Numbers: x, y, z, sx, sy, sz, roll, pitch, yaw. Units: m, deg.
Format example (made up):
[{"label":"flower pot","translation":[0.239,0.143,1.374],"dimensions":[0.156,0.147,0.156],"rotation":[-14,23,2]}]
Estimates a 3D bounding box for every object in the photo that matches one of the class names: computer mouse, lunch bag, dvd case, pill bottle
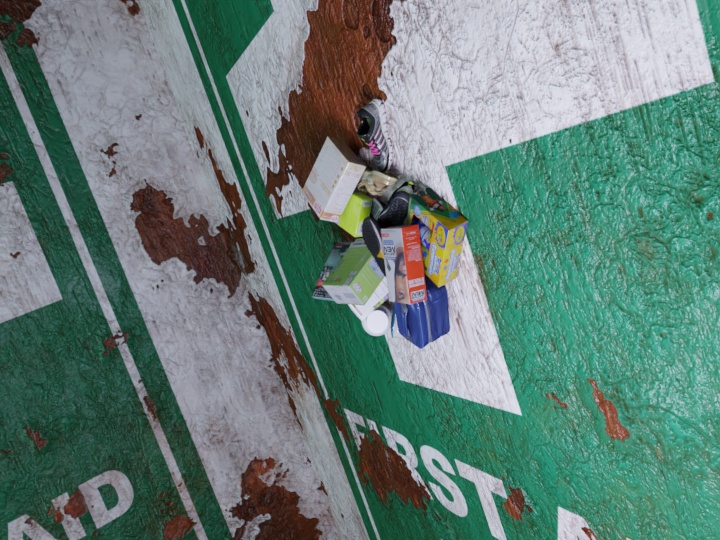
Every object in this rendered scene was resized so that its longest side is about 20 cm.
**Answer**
[{"label":"computer mouse","translation":[0.094,-0.138,1.740],"dimensions":[0.202,0.043,0.110],"rotation":[58,151,12]},{"label":"lunch bag","translation":[0.173,0.128,1.702],"dimensions":[0.135,0.130,0.204],"rotation":[28,134,52]},{"label":"dvd case","translation":[-0.075,0.000,1.852],"dimensions":[0.022,0.204,0.144],"rotation":[31,162,-34]},{"label":"pill bottle","translation":[0.052,0.160,1.918],"dimensions":[0.200,0.102,0.106],"rotation":[-101,-12,-88]}]

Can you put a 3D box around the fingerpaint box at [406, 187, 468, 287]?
[{"label":"fingerpaint box","translation":[0.195,-0.088,1.546],"dimensions":[0.167,0.072,0.203],"rotation":[48,149,35]}]

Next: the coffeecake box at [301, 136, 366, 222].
[{"label":"coffeecake box","translation":[-0.086,-0.278,1.761],"dimensions":[0.154,0.072,0.202],"rotation":[54,124,39]}]

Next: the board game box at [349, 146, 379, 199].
[{"label":"board game box","translation":[-0.027,-0.274,1.857],"dimensions":[0.203,0.046,0.152],"rotation":[61,154,13]}]

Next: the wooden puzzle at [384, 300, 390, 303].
[{"label":"wooden puzzle","translation":[0.017,0.016,1.982],"dimensions":[0.184,0.037,0.202],"rotation":[15,142,59]}]

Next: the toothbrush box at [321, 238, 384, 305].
[{"label":"toothbrush box","translation":[0.000,0.000,1.725],"dimensions":[0.144,0.201,0.086],"rotation":[-1,137,52]}]

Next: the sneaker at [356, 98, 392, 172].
[{"label":"sneaker","translation":[0.033,-0.370,1.614],"dimensions":[0.073,0.086,0.204],"rotation":[27,134,52]}]

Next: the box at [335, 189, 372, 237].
[{"label":"box","translation":[-0.045,-0.201,1.810],"dimensions":[0.199,0.047,0.125],"rotation":[38,124,45]}]

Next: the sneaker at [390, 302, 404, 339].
[{"label":"sneaker","translation":[0.147,0.118,1.816],"dimensions":[0.077,0.079,0.205],"rotation":[-102,19,-71]}]

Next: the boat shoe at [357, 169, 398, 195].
[{"label":"boat shoe","translation":[0.048,-0.253,1.680],"dimensions":[0.199,0.073,0.068],"rotation":[25,101,66]}]

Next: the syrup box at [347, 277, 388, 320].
[{"label":"syrup box","translation":[0.047,0.053,1.779],"dimensions":[0.082,0.199,0.079],"rotation":[48,179,-17]}]

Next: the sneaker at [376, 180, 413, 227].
[{"label":"sneaker","translation":[0.107,-0.178,1.634],"dimensions":[0.071,0.084,0.200],"rotation":[28,145,-8]}]

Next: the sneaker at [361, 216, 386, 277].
[{"label":"sneaker","translation":[0.075,-0.076,1.653],"dimensions":[0.069,0.090,0.203],"rotation":[-3,119,54]}]

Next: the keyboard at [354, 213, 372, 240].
[{"label":"keyboard","translation":[-0.020,-0.176,1.852],"dimensions":[0.200,0.039,0.106],"rotation":[44,125,41]}]

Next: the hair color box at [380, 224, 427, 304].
[{"label":"hair color box","translation":[0.116,-0.018,1.561],"dimensions":[0.110,0.063,0.205],"rotation":[4,104,61]}]
